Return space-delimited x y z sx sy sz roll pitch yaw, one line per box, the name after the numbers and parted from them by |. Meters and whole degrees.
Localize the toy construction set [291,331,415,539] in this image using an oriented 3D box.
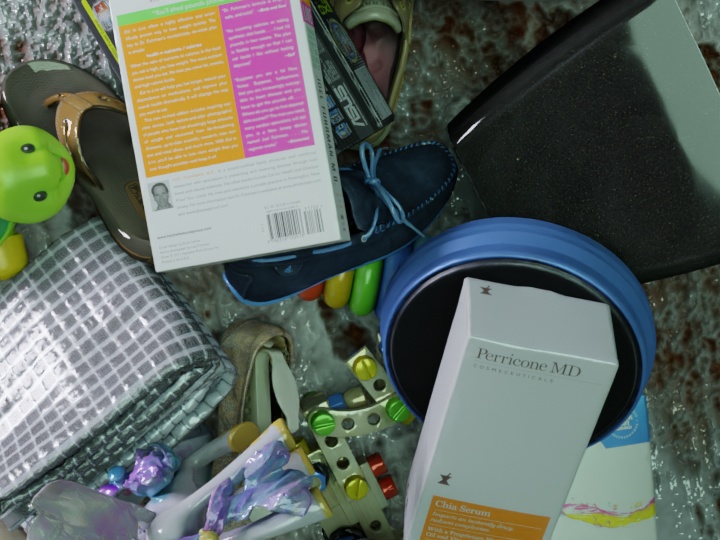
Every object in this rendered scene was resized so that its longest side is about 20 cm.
0.017 0.159 0.958 0.131 0.092 0.200 -27 87 -5 | toy construction set

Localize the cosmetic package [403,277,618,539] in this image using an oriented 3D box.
0.098 0.111 0.831 0.101 0.071 0.200 11 123 -2 | cosmetic package

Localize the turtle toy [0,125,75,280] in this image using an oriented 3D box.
-0.297 -0.056 0.867 0.200 0.101 0.146 -13 97 7 | turtle toy

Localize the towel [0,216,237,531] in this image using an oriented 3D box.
-0.212 0.076 0.878 0.200 0.086 0.166 -41 60 -3 | towel

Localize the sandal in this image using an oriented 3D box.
-0.190 -0.090 0.886 0.082 0.055 0.200 -30 69 -22 | sandal

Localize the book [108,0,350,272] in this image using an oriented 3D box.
-0.089 -0.108 0.823 0.133 0.048 0.200 -9 88 13 | book

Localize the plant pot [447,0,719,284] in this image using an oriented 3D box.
0.173 -0.084 0.911 0.177 0.200 0.200 -27 98 8 | plant pot

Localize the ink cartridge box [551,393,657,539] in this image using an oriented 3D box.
0.177 0.199 0.990 0.116 0.067 0.200 -8 96 -7 | ink cartridge box

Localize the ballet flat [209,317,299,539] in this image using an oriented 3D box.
-0.076 0.135 0.917 0.068 0.067 0.200 2 83 -53 | ballet flat

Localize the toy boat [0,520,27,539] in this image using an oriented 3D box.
-0.273 0.276 0.889 0.131 0.130 0.200 -36 99 -28 | toy boat

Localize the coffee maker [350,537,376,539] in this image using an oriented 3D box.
-0.012 0.327 0.879 0.134 0.192 0.200 9 126 -26 | coffee maker

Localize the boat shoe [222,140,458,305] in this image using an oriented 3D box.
-0.007 -0.039 0.889 0.200 0.069 0.084 -36 68 -19 | boat shoe

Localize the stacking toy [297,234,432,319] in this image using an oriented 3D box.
0.000 0.000 0.945 0.200 0.085 0.086 10 94 -4 | stacking toy

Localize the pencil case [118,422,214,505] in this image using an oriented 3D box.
-0.154 0.214 0.936 0.091 0.083 0.200 -4 96 -4 | pencil case

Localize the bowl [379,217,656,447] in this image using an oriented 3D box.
0.110 0.056 0.870 0.200 0.039 0.201 7 126 10 | bowl

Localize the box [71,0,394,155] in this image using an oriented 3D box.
-0.093 -0.155 0.884 0.160 0.044 0.200 -29 97 21 | box

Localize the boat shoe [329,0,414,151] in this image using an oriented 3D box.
0.011 -0.193 0.931 0.074 0.066 0.200 0 95 -8 | boat shoe

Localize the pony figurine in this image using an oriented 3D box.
-0.121 0.177 0.791 0.200 0.193 0.167 -28 100 -5 | pony figurine
